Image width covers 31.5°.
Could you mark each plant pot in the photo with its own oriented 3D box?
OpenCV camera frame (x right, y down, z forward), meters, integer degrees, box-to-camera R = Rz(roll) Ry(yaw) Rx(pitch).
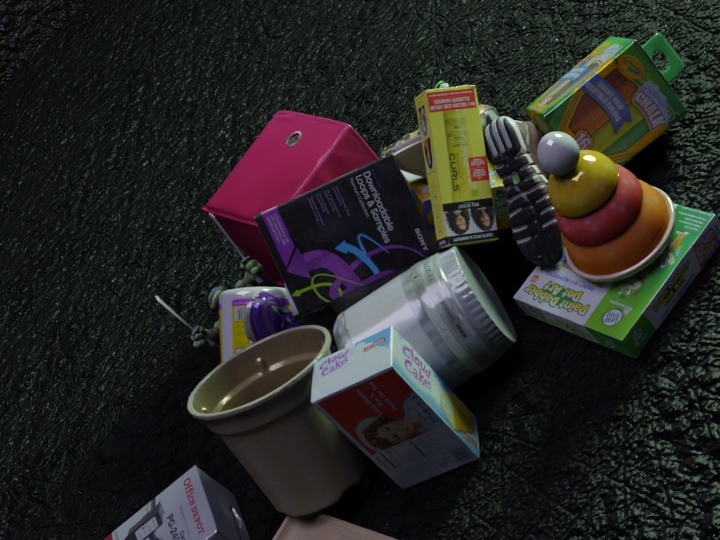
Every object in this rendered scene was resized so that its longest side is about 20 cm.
[{"bbox_3d":[-0.089,0.200,1.615,0.200,0.184,0.201,-24,17,8],"label":"plant pot"}]

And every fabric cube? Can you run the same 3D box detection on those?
[{"bbox_3d":[-0.077,-0.095,1.928,0.196,0.200,0.200,19,67,51],"label":"fabric cube"}]

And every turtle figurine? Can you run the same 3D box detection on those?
[{"bbox_3d":[-0.186,0.059,1.891,0.194,0.200,0.144,29,59,34],"label":"turtle figurine"}]

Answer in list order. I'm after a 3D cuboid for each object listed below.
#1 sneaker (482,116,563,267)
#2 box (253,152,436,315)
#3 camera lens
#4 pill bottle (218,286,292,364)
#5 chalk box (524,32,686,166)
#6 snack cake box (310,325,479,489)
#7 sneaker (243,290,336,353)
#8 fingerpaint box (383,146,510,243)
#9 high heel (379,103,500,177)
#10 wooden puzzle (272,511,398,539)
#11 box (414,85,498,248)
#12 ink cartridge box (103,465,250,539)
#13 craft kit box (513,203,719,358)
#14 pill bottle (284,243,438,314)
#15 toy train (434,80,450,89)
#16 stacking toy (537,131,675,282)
[{"bbox_3d":[0.239,-0.108,1.647,0.076,0.201,0.115,-22,-6,42],"label":"sneaker"},{"bbox_3d":[-0.019,-0.048,1.657,0.199,0.143,0.036,-25,8,0],"label":"box"},{"bbox_3d":[0.077,0.083,1.624,0.200,0.160,0.160,-33,36,13],"label":"camera lens"},{"bbox_3d":[-0.144,0.127,1.785,0.104,0.104,0.201,-8,81,40],"label":"pill bottle"},{"bbox_3d":[0.341,-0.227,1.693,0.200,0.125,0.124,-40,12,5],"label":"chalk box"},{"bbox_3d":[0.044,0.168,1.530,0.115,0.200,0.067,-25,38,23],"label":"snack cake box"},{"bbox_3d":[-0.077,0.100,1.722,0.083,0.200,0.081,-15,35,43],"label":"sneaker"},{"bbox_3d":[0.152,-0.121,1.763,0.199,0.074,0.167,-12,33,-13],"label":"fingerpaint box"},{"bbox_3d":[0.106,-0.181,1.739,0.199,0.072,0.143,-9,26,-14],"label":"high heel"},{"bbox_3d":[-0.051,0.390,1.542,0.200,0.037,0.185,11,60,44],"label":"wooden puzzle"},{"bbox_3d":[0.124,-0.132,1.636,0.075,0.201,0.050,-7,-4,-15],"label":"box"},{"bbox_3d":[-0.254,0.379,1.704,0.200,0.083,0.145,-40,35,5],"label":"ink cartridge box"},{"bbox_3d":[0.318,-0.004,1.583,0.198,0.049,0.200,-54,36,-10],"label":"craft kit box"},{"bbox_3d":[0.000,0.000,1.750,0.199,0.115,0.114,-10,32,-16],"label":"pill bottle"},{"bbox_3d":[0.131,-0.201,1.850,0.042,0.200,0.056,30,74,26],"label":"toy train"},{"bbox_3d":[0.271,-0.096,1.513,0.146,0.200,0.146,-26,38,22],"label":"stacking toy"}]
